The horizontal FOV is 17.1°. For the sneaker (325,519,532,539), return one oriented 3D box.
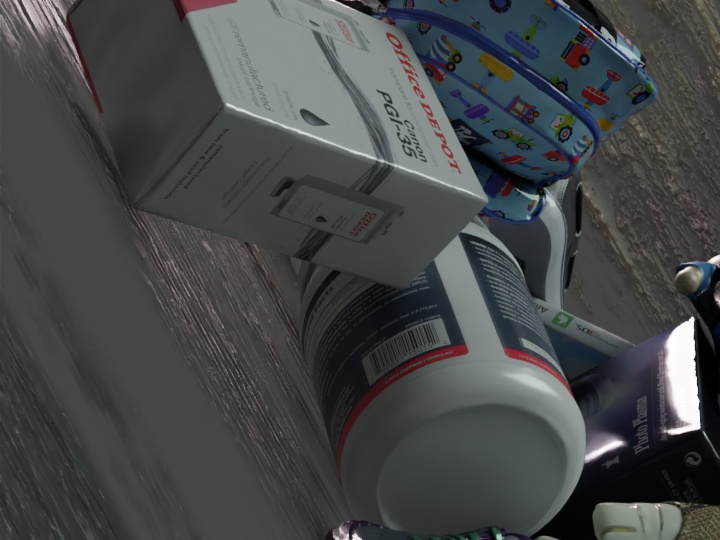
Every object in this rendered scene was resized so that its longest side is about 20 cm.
[{"bbox_3d":[0.045,0.154,1.262,0.075,0.087,0.200,63,8,16],"label":"sneaker"}]

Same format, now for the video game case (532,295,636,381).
[{"bbox_3d":[0.119,0.082,1.693,0.182,0.022,0.200,26,-31,26],"label":"video game case"}]

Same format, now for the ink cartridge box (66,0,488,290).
[{"bbox_3d":[-0.044,-0.086,1.297,0.200,0.083,0.147,17,37,-42],"label":"ink cartridge box"}]

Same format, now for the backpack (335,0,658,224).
[{"bbox_3d":[0.075,-0.116,1.451,0.182,0.135,0.200,36,-8,-20],"label":"backpack"}]

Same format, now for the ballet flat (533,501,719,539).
[{"bbox_3d":[0.130,0.174,1.365,0.075,0.200,0.068,49,24,-22],"label":"ballet flat"}]

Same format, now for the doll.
[{"bbox_3d":[0.251,0.049,1.531,0.136,0.048,0.200,44,15,-24],"label":"doll"}]

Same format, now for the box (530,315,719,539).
[{"bbox_3d":[0.152,0.151,1.501,0.123,0.198,0.200,58,15,-13],"label":"box"}]

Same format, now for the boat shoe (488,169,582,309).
[{"bbox_3d":[0.120,-0.012,1.650,0.070,0.066,0.200,30,-29,21],"label":"boat shoe"}]

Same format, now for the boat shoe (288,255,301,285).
[{"bbox_3d":[0.000,0.000,1.600,0.072,0.066,0.200,61,7,-3],"label":"boat shoe"}]

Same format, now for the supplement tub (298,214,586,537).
[{"bbox_3d":[0.041,0.057,1.390,0.140,0.140,0.200,55,10,-37],"label":"supplement tub"}]
